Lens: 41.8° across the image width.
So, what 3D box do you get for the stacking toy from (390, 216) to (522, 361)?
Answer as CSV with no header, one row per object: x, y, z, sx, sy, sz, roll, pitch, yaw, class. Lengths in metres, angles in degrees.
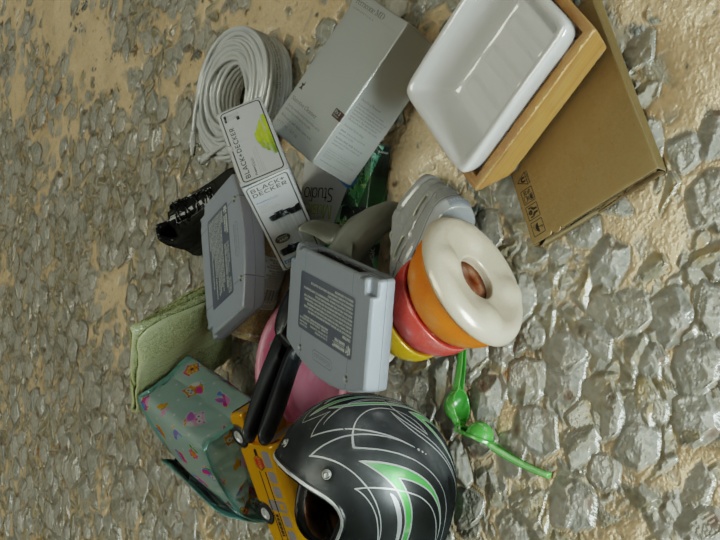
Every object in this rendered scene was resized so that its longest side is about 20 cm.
0.061,0.050,1.012,0.199,0.145,0.148,-36,59,34,stacking toy

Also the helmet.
0.006,0.229,1.024,0.198,0.198,0.194,9,106,49,helmet

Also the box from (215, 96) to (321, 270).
-0.108,-0.102,1.162,0.059,0.201,0.118,-22,59,-1,box

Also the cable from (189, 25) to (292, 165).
-0.176,-0.259,1.405,0.198,0.069,0.204,-1,84,49,cable

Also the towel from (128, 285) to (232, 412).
-0.250,0.105,1.335,0.036,0.199,0.151,23,123,28,towel

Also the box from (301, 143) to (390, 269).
-0.028,-0.064,1.230,0.143,0.036,0.204,7,93,50,box

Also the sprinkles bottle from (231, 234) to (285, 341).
-0.138,-0.004,1.327,0.068,0.068,0.203,31,109,47,sprinkles bottle

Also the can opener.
-0.099,0.117,1.155,0.063,0.078,0.203,-1,63,49,can opener

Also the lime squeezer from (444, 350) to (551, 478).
0.133,0.157,1.023,0.070,0.038,0.201,-32,56,7,lime squeezer

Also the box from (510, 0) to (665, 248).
0.212,-0.150,0.966,0.163,0.021,0.203,-35,60,42,box

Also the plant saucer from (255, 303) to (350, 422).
-0.065,0.135,1.239,0.199,0.050,0.204,-10,77,49,plant saucer

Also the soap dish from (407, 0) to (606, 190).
0.148,-0.207,0.969,0.201,0.080,0.158,-54,49,31,soap dish

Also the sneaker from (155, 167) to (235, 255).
-0.244,-0.089,1.448,0.200,0.090,0.077,-43,53,36,sneaker

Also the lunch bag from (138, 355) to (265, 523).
-0.197,0.245,1.298,0.169,0.122,0.202,27,143,39,lunch bag

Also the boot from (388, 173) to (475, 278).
0.063,-0.010,1.102,0.202,0.073,0.096,-64,32,19,boot

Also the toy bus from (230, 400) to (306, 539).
-0.095,0.259,1.188,0.078,0.065,0.203,-4,107,48,toy bus

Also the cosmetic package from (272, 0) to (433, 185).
-0.006,-0.223,1.154,0.113,0.081,0.201,42,103,41,cosmetic package

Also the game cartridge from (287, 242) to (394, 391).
-0.025,0.054,1.030,0.199,0.041,0.136,25,118,59,game cartridge

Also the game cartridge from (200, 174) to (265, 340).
-0.175,-0.021,1.295,0.133,0.041,0.203,-34,55,45,game cartridge

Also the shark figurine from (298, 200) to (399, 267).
-0.015,0.016,1.121,0.089,0.126,0.218,-175,95,-77,shark figurine
